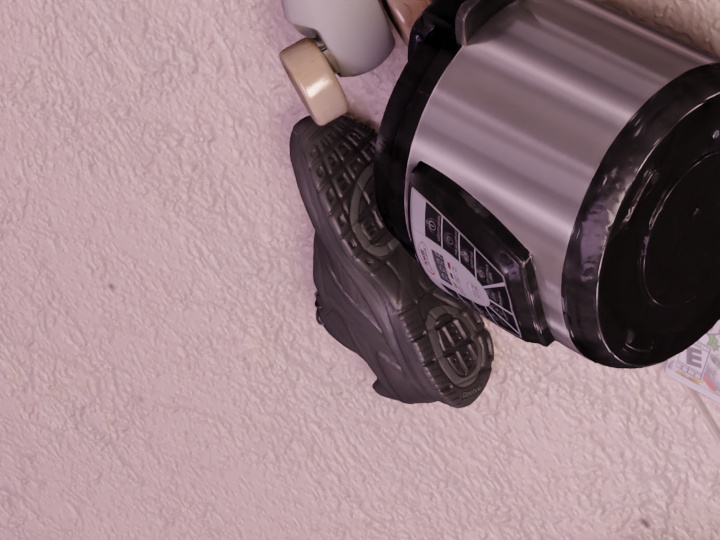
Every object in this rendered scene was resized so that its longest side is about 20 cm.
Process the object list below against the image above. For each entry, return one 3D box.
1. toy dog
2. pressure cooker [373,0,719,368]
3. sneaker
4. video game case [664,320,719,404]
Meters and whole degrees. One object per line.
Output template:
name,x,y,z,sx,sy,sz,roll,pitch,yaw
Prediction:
toy dog,-0.031,-0.187,1.518,0.096,0.131,0.201,-134,33,-63
pressure cooker,0.105,-0.058,1.432,0.200,0.178,0.176,31,106,35
sneaker,0.000,0.000,1.627,0.091,0.076,0.201,-12,108,47
video game case,0.277,0.032,1.472,0.200,0.023,0.182,29,131,19
